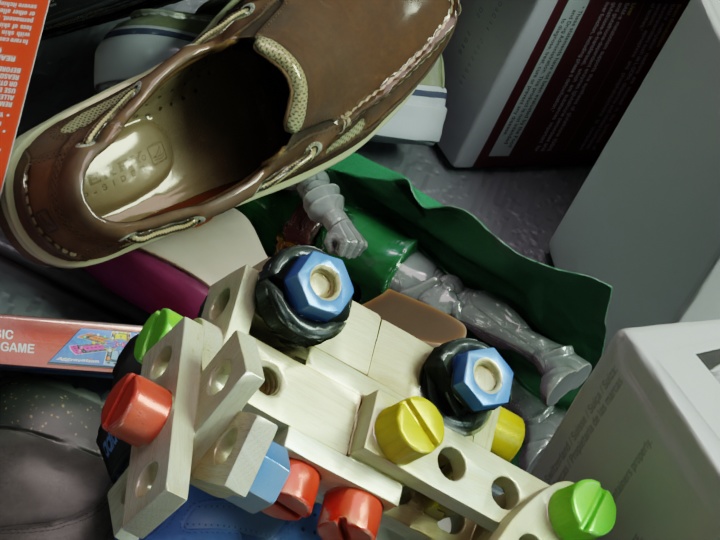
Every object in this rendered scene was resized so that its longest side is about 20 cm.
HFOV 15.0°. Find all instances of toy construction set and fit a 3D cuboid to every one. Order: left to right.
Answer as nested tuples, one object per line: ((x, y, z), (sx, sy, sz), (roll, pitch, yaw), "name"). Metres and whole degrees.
((-0.004, 0.069, 0.789), (0.200, 0.092, 0.131), (40, 52, -36), "toy construction set")

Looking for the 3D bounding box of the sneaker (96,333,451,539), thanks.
((-0.064, 0.082, 0.840), (0.200, 0.077, 0.111), (-27, 83, -36), "sneaker")

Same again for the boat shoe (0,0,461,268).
((-0.034, -0.061, 0.986), (0.202, 0.075, 0.075), (-36, 102, -25), "boat shoe")

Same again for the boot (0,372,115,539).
((-0.056, 0.123, 0.905), (0.200, 0.068, 0.131), (19, 48, -8), "boot")

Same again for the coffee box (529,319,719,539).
((0.164, 0.149, 0.882), (0.197, 0.200, 0.200), (-5, 48, -36), "coffee box")

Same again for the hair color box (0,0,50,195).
((-0.154, -0.099, 0.958), (0.064, 0.200, 0.111), (6, 28, -27), "hair color box")

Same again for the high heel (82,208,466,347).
((-0.050, 0.035, 1.024), (0.200, 0.096, 0.067), (26, 28, 34), "high heel")

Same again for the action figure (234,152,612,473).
((0.000, 0.000, 1.051), (0.200, 0.118, 0.055), (34, 47, 22), "action figure")

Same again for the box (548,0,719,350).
((0.206, -0.014, 1.135), (0.200, 0.152, 0.106), (8, 42, -24), "box")

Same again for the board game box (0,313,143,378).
((-0.147, 0.023, 0.931), (0.200, 0.103, 0.019), (6, 87, -26), "board game box")

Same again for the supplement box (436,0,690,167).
((0.129, -0.105, 1.229), (0.200, 0.109, 0.061), (-1, 44, -34), "supplement box")

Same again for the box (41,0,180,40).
((-0.080, -0.151, 1.074), (0.164, 0.200, 0.086), (-22, 97, -44), "box")

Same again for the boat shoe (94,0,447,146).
((-0.035, -0.089, 1.107), (0.072, 0.062, 0.200), (2, -1, 35), "boat shoe")
